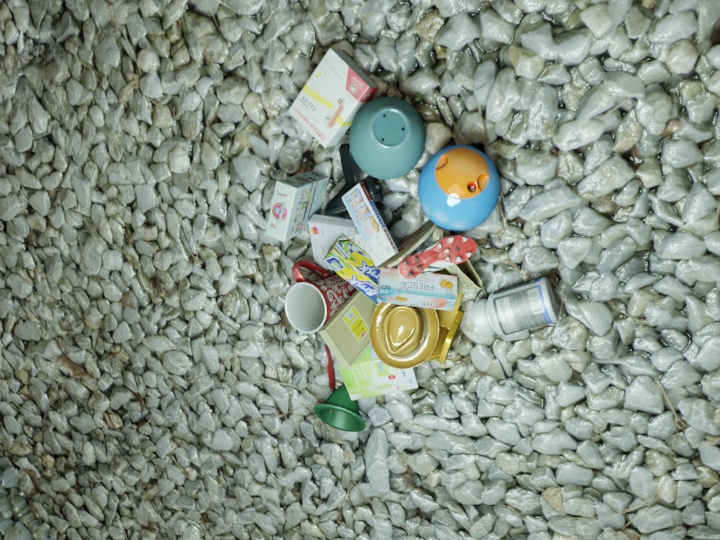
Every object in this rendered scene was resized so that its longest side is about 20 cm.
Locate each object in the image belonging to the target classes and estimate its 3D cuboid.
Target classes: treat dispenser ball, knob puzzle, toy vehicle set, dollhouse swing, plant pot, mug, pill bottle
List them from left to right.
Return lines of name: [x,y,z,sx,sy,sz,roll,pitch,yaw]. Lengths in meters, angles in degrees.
mug: [-0.099,0.059,1.682,0.131,0.199,0.182,3,101,28]
toy vehicle set: [-0.014,0.149,1.640,0.026,0.200,0.126,-17,111,48]
plant pot: [0.068,-0.334,1.504,0.195,0.135,0.206,0,90,0]
knob puzzle: [0.125,-0.054,1.570,0.218,0.220,0.031,-37,98,26]
dollhouse swing: [0.169,0.096,1.623,0.196,0.183,0.179,21,132,14]
treat dispenser ball: [0.236,-0.198,1.484,0.196,0.201,0.206,6,108,19]
pill bottle: [0.391,0.099,1.561,0.196,0.114,0.116,-18,99,24]

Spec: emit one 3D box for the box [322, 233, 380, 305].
box: [0.000,0.000,1.648,0.199,0.071,0.064,38,137,-8]

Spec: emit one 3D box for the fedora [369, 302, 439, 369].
fedora: [0.106,0.151,1.565,0.195,0.082,0.206,-1,85,14]

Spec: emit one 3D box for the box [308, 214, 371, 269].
box: [-0.039,-0.066,1.688,0.195,0.041,0.159,8,130,18]

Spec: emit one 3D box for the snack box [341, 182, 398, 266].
snack box: [0.024,-0.117,1.569,0.071,0.024,0.203,-32,81,38]

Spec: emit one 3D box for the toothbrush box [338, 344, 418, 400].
toothbrush box: [0.049,0.265,1.701,0.195,0.087,0.148,-13,130,7]

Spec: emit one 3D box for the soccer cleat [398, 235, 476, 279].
soccer cleat: [0.181,-0.032,1.474,0.196,0.085,0.070,-23,90,0]

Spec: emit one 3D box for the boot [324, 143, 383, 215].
boot: [-0.030,-0.246,1.643,0.197,0.076,0.173,-14,88,40]

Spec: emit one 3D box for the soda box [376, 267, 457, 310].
soda box: [0.141,0.047,1.529,0.195,0.070,0.064,7,150,-2]

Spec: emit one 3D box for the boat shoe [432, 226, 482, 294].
boat shoe: [0.243,-0.029,1.541,0.062,0.074,0.201,-7,129,41]

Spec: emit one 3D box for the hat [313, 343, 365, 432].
hat: [-0.043,0.362,1.857,0.162,0.179,0.202,8,146,16]

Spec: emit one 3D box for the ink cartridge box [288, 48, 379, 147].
ink cartridge box: [-0.072,-0.443,1.593,0.145,0.083,0.201,43,115,4]

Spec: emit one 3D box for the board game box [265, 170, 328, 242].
board game box: [-0.168,-0.175,1.644,0.063,0.200,0.151,22,112,13]
